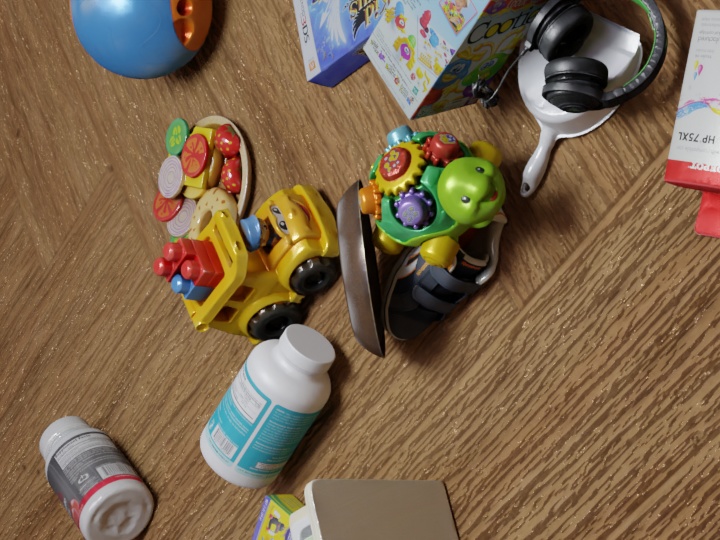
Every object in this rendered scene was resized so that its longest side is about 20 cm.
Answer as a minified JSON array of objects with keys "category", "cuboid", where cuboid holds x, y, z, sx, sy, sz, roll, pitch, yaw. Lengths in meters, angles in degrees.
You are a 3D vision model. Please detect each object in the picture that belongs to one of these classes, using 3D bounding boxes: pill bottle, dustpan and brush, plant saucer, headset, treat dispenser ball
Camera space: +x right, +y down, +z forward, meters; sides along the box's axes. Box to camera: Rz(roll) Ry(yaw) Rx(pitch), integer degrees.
[{"category":"pill bottle","cuboid":[-0.108,0.163,1.668,0.201,0.110,0.111,-56,47,26]},{"category":"pill bottle","cuboid":[-0.387,0.297,1.965,0.200,0.110,0.111,41,114,44]},{"category":"dustpan and brush","cuboid":[0.204,-0.170,1.419,0.139,0.057,0.201,34,103,33]},{"category":"plant saucer","cuboid":[0.000,0.000,1.528,0.032,0.200,0.202,-8,73,5]},{"category":"headset","cuboid":[0.206,-0.208,1.356,0.198,0.094,0.125,-18,74,14]},{"category":"treat dispenser ball","cuboid":[-0.307,-0.371,1.912,0.200,0.200,0.203,-10,76,47]}]

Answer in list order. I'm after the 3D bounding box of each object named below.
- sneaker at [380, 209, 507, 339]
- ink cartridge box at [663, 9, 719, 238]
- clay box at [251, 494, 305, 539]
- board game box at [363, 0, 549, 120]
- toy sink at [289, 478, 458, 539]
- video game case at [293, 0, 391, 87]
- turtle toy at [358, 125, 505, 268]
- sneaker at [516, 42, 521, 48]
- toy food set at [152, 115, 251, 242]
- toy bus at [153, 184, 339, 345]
[{"category":"sneaker","cuboid":[0.091,0.001,1.492,0.079,0.078,0.201,47,117,48]},{"category":"ink cartridge box","cuboid":[0.348,-0.127,1.228,0.116,0.067,0.202,14,95,49]},{"category":"clay box","cuboid":[-0.060,0.365,1.628,0.200,0.047,0.116,31,107,48]},{"category":"board game box","cuboid":[0.104,-0.265,1.405,0.105,0.102,0.200,58,142,18]},{"category":"toy sink","cuboid":[0.001,0.304,1.455,0.112,0.199,0.131,-36,59,39]},{"category":"video game case","cuboid":[-0.005,-0.353,1.683,0.199,0.045,0.183,-30,63,42]},{"category":"turtle toy","cuboid":[0.077,-0.087,1.420,0.199,0.101,0.147,16,75,46]},{"category":"sneaker","cuboid":[0.113,-0.327,1.499,0.112,0.077,0.202,-16,86,48]},{"category":"toy food set","cuboid":[-0.221,-0.116,1.888,0.197,0.048,0.202,13,94,49]},{"category":"toy bus","cuboid":[-0.149,-0.016,1.685,0.200,0.191,0.136,-49,49,30]}]
